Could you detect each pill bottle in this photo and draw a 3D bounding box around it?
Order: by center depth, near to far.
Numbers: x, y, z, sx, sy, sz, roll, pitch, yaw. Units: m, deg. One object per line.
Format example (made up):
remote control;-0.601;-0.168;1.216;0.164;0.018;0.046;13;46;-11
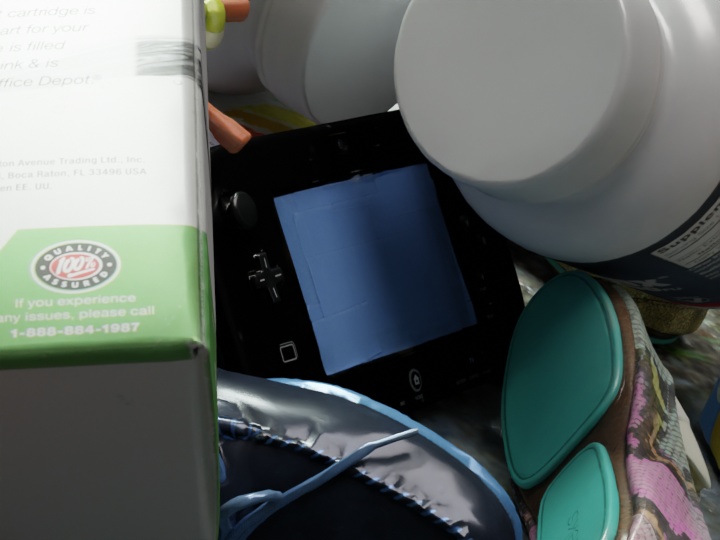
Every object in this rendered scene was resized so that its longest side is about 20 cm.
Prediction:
pill bottle;0.096;-0.057;1.056;0.119;0.120;0.200;37;10;29
pill bottle;-0.061;-0.138;1.100;0.200;0.113;0.112;36;25;29

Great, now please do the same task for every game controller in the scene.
game controller;0.000;0.000;1.021;0.200;0.042;0.105;-16;80;-59

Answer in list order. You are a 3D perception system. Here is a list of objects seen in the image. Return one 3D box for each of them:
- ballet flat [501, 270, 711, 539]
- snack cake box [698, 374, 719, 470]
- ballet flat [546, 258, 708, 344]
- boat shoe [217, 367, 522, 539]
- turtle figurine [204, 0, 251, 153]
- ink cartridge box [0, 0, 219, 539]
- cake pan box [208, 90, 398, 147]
ballet flat;0.089;0.074;0.982;0.071;0.069;0.200;36;21;-18
snack cake box;0.206;0.092;1.039;0.114;0.067;0.200;18;23;-17
ballet flat;0.074;-0.046;1.219;0.200;0.071;0.070;37;26;30
boat shoe;-0.054;0.069;0.846;0.199;0.085;0.069;13;26;18
turtle figurine;-0.081;-0.123;0.987;0.199;0.065;0.161;33;62;19
ink cartridge box;-0.113;-0.016;0.819;0.145;0.085;0.201;-3;42;-1
cake pan box;-0.078;-0.064;1.133;0.199;0.053;0.184;33;22;23
